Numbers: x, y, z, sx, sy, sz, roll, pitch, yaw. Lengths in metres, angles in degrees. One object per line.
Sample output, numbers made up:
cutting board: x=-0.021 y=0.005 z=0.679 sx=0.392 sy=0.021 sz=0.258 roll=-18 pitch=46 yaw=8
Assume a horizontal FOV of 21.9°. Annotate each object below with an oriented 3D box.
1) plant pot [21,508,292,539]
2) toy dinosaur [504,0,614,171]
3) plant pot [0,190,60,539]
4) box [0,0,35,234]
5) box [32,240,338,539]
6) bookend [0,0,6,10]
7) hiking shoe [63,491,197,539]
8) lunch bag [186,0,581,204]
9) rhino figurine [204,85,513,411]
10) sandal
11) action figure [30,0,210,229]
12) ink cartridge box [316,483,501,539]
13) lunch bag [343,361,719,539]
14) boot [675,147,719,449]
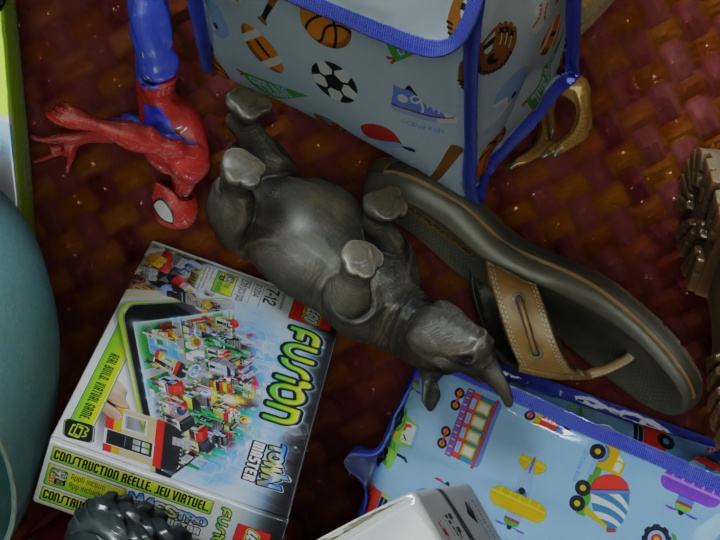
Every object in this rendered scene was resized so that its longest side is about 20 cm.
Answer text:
plant pot: x=-0.102 y=0.200 z=0.895 sx=0.198 sy=0.183 sz=0.203 roll=0 pitch=102 yaw=1
toy dinosaur: x=0.083 y=-0.111 z=0.925 sx=0.198 sy=0.060 sz=0.107 roll=-25 pitch=95 yaw=3
plant pot: x=-0.214 y=0.024 z=0.838 sx=0.198 sy=0.135 sz=0.202 roll=13 pitch=133 yaw=15
box: x=-0.229 y=-0.070 z=0.936 sx=0.120 sy=0.048 sz=0.203 roll=-4 pitch=96 yaw=1
box: x=-0.074 y=0.059 z=0.876 sx=0.109 sy=0.200 sz=0.035 roll=19 pitch=116 yaw=-3
bookend: x=-0.212 y=-0.146 z=0.807 sx=0.091 sy=0.200 sz=0.200 roll=29 pitch=94 yaw=-2
hiking shoe: x=-0.068 y=0.186 z=0.765 sx=0.086 sy=0.074 sz=0.201 roll=-36 pitch=98 yaw=5
lunch bag: x=0.005 y=-0.147 z=0.818 sx=0.169 sy=0.201 sz=0.124 roll=26 pitch=61 yaw=18
rhino figurine: x=0.000 y=0.000 z=0.911 sx=0.199 sy=0.088 sz=0.060 roll=39 pitch=64 yaw=13
sandal: x=0.078 y=0.017 z=0.924 sx=0.199 sy=0.082 sz=0.055 roll=35 pitch=74 yaw=-1
action figure: x=-0.126 y=-0.107 z=0.905 sx=0.098 sy=0.065 sz=0.202 roll=-11 pitch=117 yaw=-3
ink cartridge box: x=0.037 y=0.176 z=0.818 sx=0.083 sy=0.200 sz=0.148 roll=-30 pitch=81 yaw=6
lunch bag: x=0.082 y=0.135 z=0.947 sx=0.198 sy=0.094 sz=0.152 roll=21 pitch=99 yaw=7
boot: x=0.220 y=0.029 z=0.896 sx=0.106 sy=0.075 sz=0.202 roll=5 pitch=57 yaw=-10
